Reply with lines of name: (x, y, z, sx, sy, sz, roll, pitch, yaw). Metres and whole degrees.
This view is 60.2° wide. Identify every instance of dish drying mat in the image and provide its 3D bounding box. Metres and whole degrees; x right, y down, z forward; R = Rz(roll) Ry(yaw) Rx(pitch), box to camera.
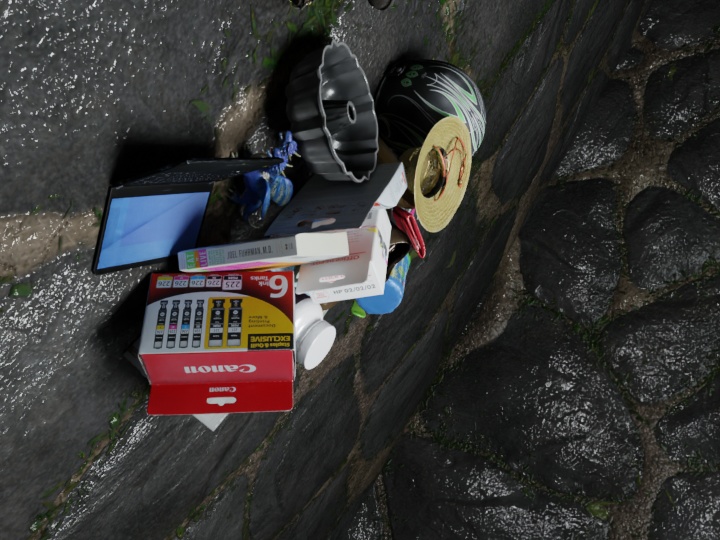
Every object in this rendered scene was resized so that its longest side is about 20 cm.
dish drying mat: (0.083, -0.072, 1.096, 0.018, 0.078, 0.200, -24, -169, 0)

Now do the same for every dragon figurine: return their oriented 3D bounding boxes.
dragon figurine: (-0.138, -0.115, 0.896, 0.059, 0.099, 0.202, -37, 149, -41)

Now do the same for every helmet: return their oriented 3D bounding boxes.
helmet: (0.138, -0.285, 1.153, 0.200, 0.189, 0.202, -47, 153, -33)

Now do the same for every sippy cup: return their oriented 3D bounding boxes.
sippy cup: (0.036, 0.014, 1.256, 0.131, 0.137, 0.180, -90, 170, -54)

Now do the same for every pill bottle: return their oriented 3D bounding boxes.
pill bottle: (-0.139, 0.070, 0.994, 0.113, 0.199, 0.113, -46, 155, -29)

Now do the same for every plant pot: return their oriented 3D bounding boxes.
plant pot: (0.034, -0.185, 1.090, 0.027, 0.202, 0.199, -36, 165, 19)

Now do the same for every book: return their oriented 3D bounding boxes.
book: (-0.133, -0.023, 0.860, 0.133, 0.197, 0.049, -6, 90, -62)

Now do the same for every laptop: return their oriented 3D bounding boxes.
laptop: (-0.214, -0.071, 0.782, 0.177, 0.198, 0.105, -19, 99, -59)

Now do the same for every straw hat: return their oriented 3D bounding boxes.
straw hat: (0.108, -0.168, 1.055, 0.200, 0.084, 0.204, -29, 127, -48)

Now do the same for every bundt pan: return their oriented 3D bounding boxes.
bundt pan: (-0.045, -0.225, 0.910, 0.201, 0.075, 0.205, -6, 90, -66)

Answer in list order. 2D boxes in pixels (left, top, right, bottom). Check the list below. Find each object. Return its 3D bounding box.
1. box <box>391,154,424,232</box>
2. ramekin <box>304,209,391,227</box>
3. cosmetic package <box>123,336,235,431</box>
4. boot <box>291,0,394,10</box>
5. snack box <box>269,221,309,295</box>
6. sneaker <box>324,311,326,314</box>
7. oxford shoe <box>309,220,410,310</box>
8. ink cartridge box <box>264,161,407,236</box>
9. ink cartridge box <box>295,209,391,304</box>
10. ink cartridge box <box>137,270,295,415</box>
box: (0.074, -0.132, 1.312, 0.123, 0.105, 0.201, -55, 160, -33)
ramekin: (-0.015, -0.088, 1.135, 0.200, 0.096, 0.204, 13, 90, -71)
cosmetic package: (-0.267, 0.164, 0.963, 0.090, 0.106, 0.201, -48, 157, -21)
boot: (-0.032, -0.402, 0.827, 0.174, 0.069, 0.201, -48, 148, -20)
snack box: (-0.111, -0.032, 1.143, 0.117, 0.037, 0.200, -60, 158, -5)
sneaker: (-0.100, 0.075, 1.285, 0.092, 0.075, 0.201, -35, -161, 52)
oxford shoe: (0.000, 0.000, 1.024, 0.200, 0.084, 0.073, -42, 135, -6)
ink cartridge box: (-0.030, -0.093, 0.932, 0.201, 0.160, 0.051, -62, 141, -47)
ink cartridge box: (-0.022, -0.019, 0.945, 0.201, 0.113, 0.068, -80, 155, -48)
ink cartridge box: (-0.185, 0.095, 0.836, 0.084, 0.197, 0.177, 96, -10, -51)
